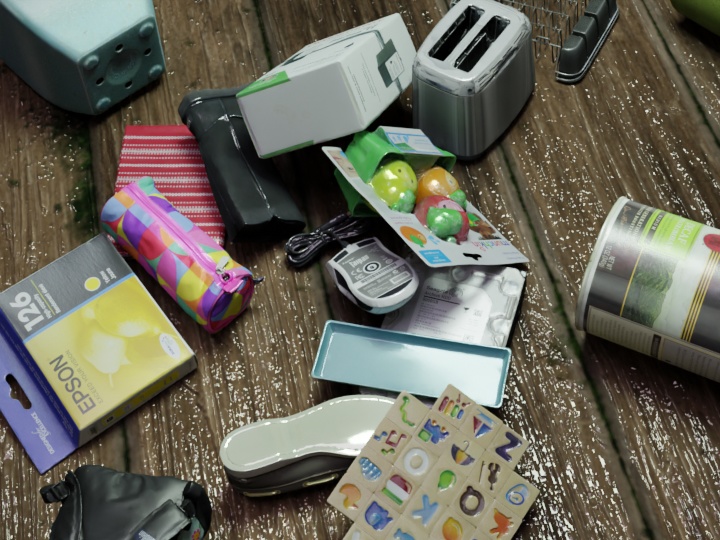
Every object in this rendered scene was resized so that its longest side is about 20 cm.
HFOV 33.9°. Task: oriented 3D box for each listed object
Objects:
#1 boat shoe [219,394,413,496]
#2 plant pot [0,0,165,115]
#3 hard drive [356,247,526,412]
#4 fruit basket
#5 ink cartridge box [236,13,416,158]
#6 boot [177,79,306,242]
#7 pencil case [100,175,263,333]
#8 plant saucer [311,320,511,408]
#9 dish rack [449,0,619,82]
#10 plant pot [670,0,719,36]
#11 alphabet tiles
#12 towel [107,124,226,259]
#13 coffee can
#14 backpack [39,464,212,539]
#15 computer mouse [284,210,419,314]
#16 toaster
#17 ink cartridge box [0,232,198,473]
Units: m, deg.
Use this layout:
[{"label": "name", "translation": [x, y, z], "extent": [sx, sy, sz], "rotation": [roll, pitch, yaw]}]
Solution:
[{"label": "boat shoe", "translation": [-0.039, 0.178, 1.185], "extent": [0.198, 0.061, 0.073], "rotation": [-11, 46, -5]}, {"label": "plant pot", "translation": [-0.351, -0.319, 1.502], "extent": [0.195, 0.197, 0.200], "rotation": [-36, 68, -18]}, {"label": "hard drive", "translation": [0.089, 0.075, 1.257], "extent": [0.138, 0.038, 0.202], "rotation": [13, 57, 15]}, {"label": "fruit basket", "translation": [0.075, -0.076, 1.294], "extent": [0.184, 0.095, 0.200], "rotation": [-2, 36, -48]}, {"label": "ink cartridge box", "translation": [-0.032, -0.216, 1.374], "extent": [0.145, 0.084, 0.200], "rotation": [-14, 20, 28]}, {"label": "boot", "translation": [-0.110, -0.130, 1.404], "extent": [0.163, 0.066, 0.201], "rotation": [-14, 58, -25]}, {"label": "pencil case", "translation": [-0.201, -0.020, 1.316], "extent": [0.199, 0.089, 0.088], "rotation": [39, 67, 21]}, {"label": "plant saucer", "translation": [0.052, 0.098, 1.211], "extent": [0.197, 0.019, 0.071], "rotation": [8, 57, 13]}, {"label": "dish rack", "translation": [0.219, -0.334, 1.522], "extent": [0.198, 0.055, 0.154], "rotation": [21, 58, 22]}, {"label": "plant pot", "translation": [0.483, -0.345, 1.433], "extent": [0.199, 0.202, 0.189], "rotation": [-39, 46, -20]}, {"label": "alphabet tiles", "translation": [0.071, 0.217, 1.135], "extent": [0.165, 0.006, 0.201], "rotation": [35, 72, 7]}, {"label": "towel", "translation": [-0.226, -0.097, 1.426], "extent": [0.142, 0.023, 0.203], "rotation": [-1, 57, 4]}, {"label": "coffee can", "translation": [0.334, 0.026, 1.194], "extent": [0.198, 0.147, 0.147], "rotation": [20, 59, 20]}, {"label": "backpack", "translation": [-0.225, 0.293, 1.086], "extent": [0.164, 0.127, 0.202], "rotation": [0, 55, 21]}, {"label": "computer mouse", "translation": [0.000, 0.000, 1.291], "extent": [0.109, 0.044, 0.200], "rotation": [-26, 36, -13]}, {"label": "toaster", "translation": [0.129, -0.229, 1.410], "extent": [0.113, 0.130, 0.200], "rotation": [28, 62, 25]}, {"label": "ink cartridge box", "translation": [-0.311, 0.082, 1.284], "extent": [0.199, 0.047, 0.198], "rotation": [-33, 65, -19]}]
